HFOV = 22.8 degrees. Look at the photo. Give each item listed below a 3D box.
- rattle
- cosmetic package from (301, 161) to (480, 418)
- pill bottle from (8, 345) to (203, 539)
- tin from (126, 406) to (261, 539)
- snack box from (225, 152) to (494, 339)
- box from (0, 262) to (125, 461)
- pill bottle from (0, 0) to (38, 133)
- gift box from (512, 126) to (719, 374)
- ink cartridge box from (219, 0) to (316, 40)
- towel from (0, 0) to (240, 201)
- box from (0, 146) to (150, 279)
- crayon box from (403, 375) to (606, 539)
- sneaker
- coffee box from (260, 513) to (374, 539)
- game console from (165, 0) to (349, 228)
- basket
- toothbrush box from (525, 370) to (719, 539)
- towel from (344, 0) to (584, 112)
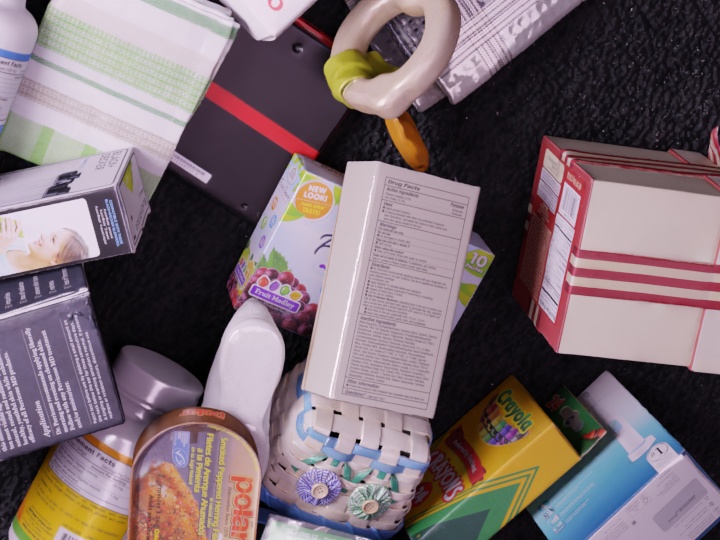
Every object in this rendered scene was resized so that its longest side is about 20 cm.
[{"bbox_3d":[0.073,-0.200,1.518,0.142,0.130,0.201,36,80,-26],"label":"rattle"},{"bbox_3d":[0.025,0.016,1.516,0.103,0.073,0.202,13,87,-22],"label":"cosmetic package"},{"bbox_3d":[-0.220,0.173,1.579,0.110,0.111,0.201,26,99,-19],"label":"pill bottle"},{"bbox_3d":[-0.142,0.207,1.526,0.111,0.042,0.202,5,117,-5],"label":"tin"},{"bbox_3d":[0.000,0.000,1.597,0.199,0.053,0.143,22,106,-23],"label":"snack box"},{"bbox_3d":[-0.309,0.067,1.476,0.195,0.200,0.125,-15,110,-8],"label":"box"},{"bbox_3d":[-0.327,-0.172,1.445,0.111,0.112,0.202,20,101,-18],"label":"pill bottle"},{"bbox_3d":[0.259,-0.027,1.592,0.185,0.185,0.202,7,112,-13],"label":"gift box"},{"bbox_3d":[-0.052,-0.306,1.461,0.200,0.083,0.147,-44,102,-5],"label":"ink cartridge box"},{"bbox_3d":[-0.206,-0.160,1.496,0.148,0.031,0.201,25,118,-13],"label":"towel"},{"bbox_3d":[-0.280,-0.041,1.475,0.198,0.117,0.061,-11,109,5],"label":"box"},{"bbox_3d":[0.121,0.177,1.654,0.200,0.127,0.051,-41,112,0],"label":"crayon box"},{"bbox_3d":[-0.111,0.120,1.557,0.075,0.089,0.202,15,109,-14],"label":"sneaker"},{"bbox_3d":[-0.001,0.267,1.590,0.122,0.200,0.044,11,75,24],"label":"coffee box"},{"bbox_3d":[-0.114,-0.155,1.549,0.199,0.031,0.177,32,103,-19],"label":"game console"},{"bbox_3d":[-0.037,0.177,1.620,0.175,0.140,0.200,17,138,-19],"label":"basket"},{"bbox_3d":[0.231,0.199,1.647,0.146,0.200,0.085,-43,113,2],"label":"toothbrush box"},{"bbox_3d":[0.082,-0.261,1.556,0.199,0.035,0.193,-36,112,0],"label":"towel"}]
